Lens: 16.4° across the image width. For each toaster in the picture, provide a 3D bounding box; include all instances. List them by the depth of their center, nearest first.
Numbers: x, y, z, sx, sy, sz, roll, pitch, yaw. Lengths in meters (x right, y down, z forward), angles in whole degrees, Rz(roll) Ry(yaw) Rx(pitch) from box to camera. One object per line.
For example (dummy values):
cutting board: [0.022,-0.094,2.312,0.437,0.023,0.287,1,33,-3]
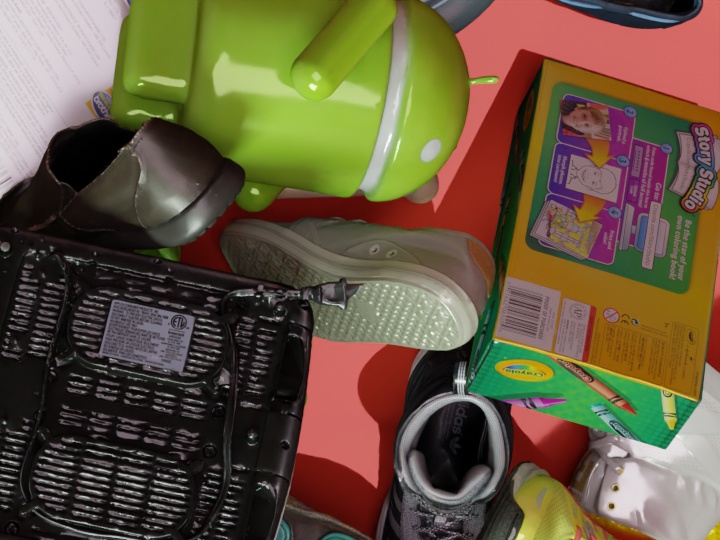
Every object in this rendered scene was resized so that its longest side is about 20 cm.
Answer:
toaster: [-0.115,0.087,1.276,0.199,0.119,0.181,11,67,-1]

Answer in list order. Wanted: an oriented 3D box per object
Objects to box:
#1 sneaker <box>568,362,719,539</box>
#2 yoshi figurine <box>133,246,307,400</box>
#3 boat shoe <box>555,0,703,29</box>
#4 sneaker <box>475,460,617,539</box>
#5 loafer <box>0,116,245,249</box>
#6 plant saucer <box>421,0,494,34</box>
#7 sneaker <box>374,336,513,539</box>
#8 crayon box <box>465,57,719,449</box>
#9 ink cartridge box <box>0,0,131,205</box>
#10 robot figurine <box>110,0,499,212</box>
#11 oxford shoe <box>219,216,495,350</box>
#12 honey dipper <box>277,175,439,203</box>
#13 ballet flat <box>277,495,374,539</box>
sneaker: [0.146,0.083,1.455,0.200,0.074,0.116,39,90,-11]
yoshi figurine: [-0.116,0.036,1.406,0.199,0.112,0.113,19,90,-11]
boat shoe: [0.108,-0.192,1.390,0.199,0.069,0.084,14,96,-23]
sneaker: [0.122,0.168,1.400,0.090,0.200,0.078,26,82,25]
loafer: [-0.139,-0.050,1.323,0.071,0.200,0.073,51,54,-21]
plant saucer: [0.004,-0.219,1.419,0.199,0.027,0.201,-1,98,-5]
sneaker: [0.046,0.138,1.428,0.075,0.114,0.201,7,97,4]
crayon box: [0.136,-0.012,1.388,0.118,0.058,0.200,17,56,-6]
ink cartridge box: [-0.186,-0.113,1.408,0.200,0.042,0.120,-32,102,2]
robot figurine: [-0.031,-0.102,1.348,0.199,0.176,0.116,9,64,-12]
oxford shoe: [0.000,0.000,1.387,0.058,0.200,0.075,-47,126,-28]
honey dipper: [-0.053,-0.049,1.435,0.199,0.038,0.038,-3,99,-8]
ballet flat: [-0.027,0.164,1.427,0.200,0.067,0.068,35,99,16]
